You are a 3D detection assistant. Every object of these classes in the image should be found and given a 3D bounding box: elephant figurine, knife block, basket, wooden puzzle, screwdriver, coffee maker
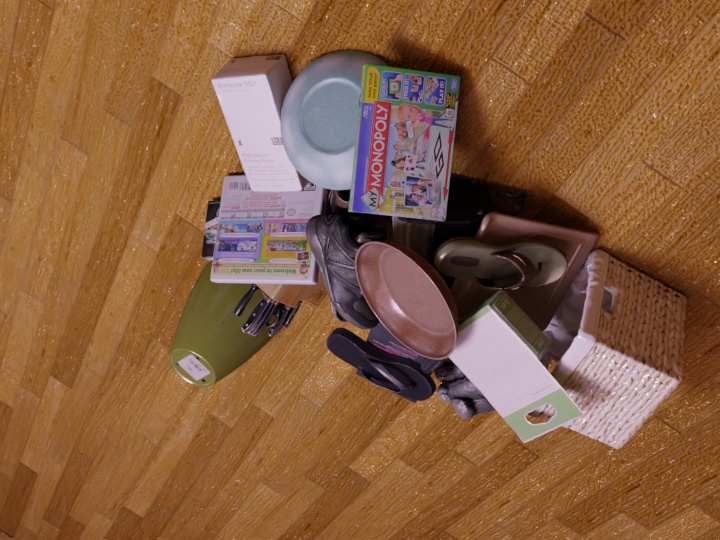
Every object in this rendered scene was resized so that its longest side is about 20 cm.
[{"bbox_3d":[0.212,0.153,1.474,0.142,0.155,0.200,51,144,17],"label":"elephant figurine"},{"bbox_3d":[-0.137,0.011,1.509,0.064,0.175,0.200,38,142,33],"label":"knife block"},{"bbox_3d":[0.362,0.117,1.327,0.161,0.198,0.200,23,134,2],"label":"basket"},{"bbox_3d":[0.230,0.003,1.328,0.200,0.037,0.185,7,124,-23],"label":"wooden puzzle"},{"bbox_3d":[0.135,0.108,1.388,0.029,0.028,0.200,23,144,-2],"label":"screwdriver"},{"bbox_3d":[0.135,-0.026,1.365,0.192,0.135,0.200,14,133,16],"label":"coffee maker"}]

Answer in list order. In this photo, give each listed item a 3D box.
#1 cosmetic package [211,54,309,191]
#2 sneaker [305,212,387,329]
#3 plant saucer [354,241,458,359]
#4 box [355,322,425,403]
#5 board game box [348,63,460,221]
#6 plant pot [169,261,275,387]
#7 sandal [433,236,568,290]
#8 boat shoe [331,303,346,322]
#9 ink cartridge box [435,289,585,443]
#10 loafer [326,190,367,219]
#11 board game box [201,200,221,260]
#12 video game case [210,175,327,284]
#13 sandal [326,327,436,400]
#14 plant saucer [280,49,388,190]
[{"bbox_3d":[-0.144,-0.224,1.388,0.101,0.074,0.200,1,129,27],"label":"cosmetic package"},{"bbox_3d":[0.000,0.000,1.385,0.114,0.076,0.200,-9,108,43],"label":"sneaker"},{"bbox_3d":[0.073,0.036,1.291,0.200,0.037,0.201,39,150,27],"label":"plant saucer"},{"bbox_3d":[0.083,0.108,1.528,0.122,0.106,0.200,26,135,8],"label":"box"},{"bbox_3d":[0.060,-0.173,1.234,0.134,0.029,0.201,5,93,-11],"label":"board game box"},{"bbox_3d":[-0.259,0.110,1.646,0.187,0.200,0.187,15,133,17],"label":"plant pot"},{"bbox_3d":[0.197,0.000,1.253,0.200,0.057,0.080,2,126,-19],"label":"sandal"},{"bbox_3d":[-0.023,0.007,1.511,0.073,0.068,0.200,8,135,-7],"label":"boat shoe"},{"bbox_3d":[0.218,0.139,1.286,0.200,0.048,0.146,47,142,0],"label":"ink cartridge box"},{"bbox_3d":[-0.013,-0.128,1.370,0.200,0.071,0.073,-45,63,57],"label":"loafer"},{"bbox_3d":[-0.181,-0.073,1.521,0.200,0.105,0.023,-2,164,32],"label":"board game box"},{"bbox_3d":[-0.149,-0.069,1.470,0.200,0.183,0.022,1,168,27],"label":"video game case"},{"bbox_3d":[0.029,0.167,1.502,0.200,0.043,0.076,26,136,10],"label":"sandal"},{"bbox_3d":[-0.031,-0.216,1.276,0.200,0.039,0.202,0,90,21],"label":"plant saucer"}]
